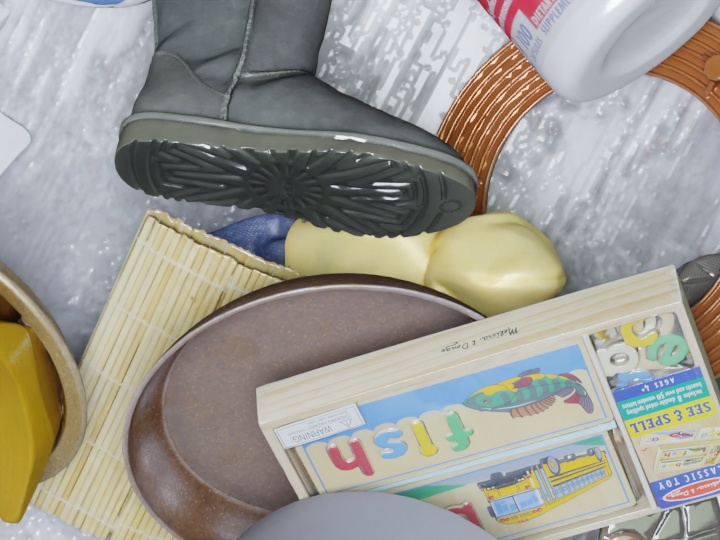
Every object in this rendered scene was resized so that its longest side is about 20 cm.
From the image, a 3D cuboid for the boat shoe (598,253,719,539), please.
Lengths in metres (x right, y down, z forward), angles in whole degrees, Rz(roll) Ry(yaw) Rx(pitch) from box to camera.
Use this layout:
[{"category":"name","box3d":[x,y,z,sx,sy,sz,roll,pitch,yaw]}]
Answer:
[{"category":"boat shoe","box3d":[0.159,0.092,1.277,0.074,0.073,0.201,16,89,-4]}]

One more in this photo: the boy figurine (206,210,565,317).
[{"category":"boy figurine","box3d":[0.000,0.000,1.244,0.199,0.064,0.125,-8,94,19]}]

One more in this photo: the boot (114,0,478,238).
[{"category":"boot","box3d":[-0.022,-0.122,1.222,0.181,0.073,0.200,12,57,-2]}]

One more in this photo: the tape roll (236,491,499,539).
[{"category":"tape roll","box3d":[0.004,0.204,1.182,0.200,0.066,0.201,8,112,19]}]

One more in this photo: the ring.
[{"category":"ring","box3d":[0.119,-0.033,1.250,0.200,0.019,0.201,-3,81,22]}]

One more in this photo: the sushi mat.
[{"category":"sushi mat","box3d":[-0.091,0.062,1.255,0.095,0.012,0.200,25,126,-4]}]

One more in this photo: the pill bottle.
[{"category":"pill bottle","box3d":[0.077,-0.186,1.215,0.112,0.112,0.200,-39,73,3]}]

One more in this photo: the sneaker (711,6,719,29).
[{"category":"sneaker","box3d":[0.169,-0.174,1.264,0.072,0.072,0.200,-13,103,35]}]

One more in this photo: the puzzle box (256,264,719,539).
[{"category":"puzzle box","box3d":[0.066,0.077,1.193,0.199,0.025,0.133,-17,133,10]}]

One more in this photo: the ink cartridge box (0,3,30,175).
[{"category":"ink cartridge box","box3d":[-0.249,-0.111,1.233,0.200,0.116,0.068,37,136,-3]}]

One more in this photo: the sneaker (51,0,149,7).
[{"category":"sneaker","box3d":[-0.179,-0.183,1.252,0.200,0.077,0.076,25,93,-4]}]

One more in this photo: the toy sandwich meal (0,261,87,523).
[{"category":"toy sandwich meal","box3d":[-0.222,0.047,1.224,0.205,0.070,0.206,15,137,14]}]

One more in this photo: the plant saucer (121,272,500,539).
[{"category":"plant saucer","box3d":[-0.011,0.069,1.217,0.200,0.035,0.201,-3,132,-3]}]
